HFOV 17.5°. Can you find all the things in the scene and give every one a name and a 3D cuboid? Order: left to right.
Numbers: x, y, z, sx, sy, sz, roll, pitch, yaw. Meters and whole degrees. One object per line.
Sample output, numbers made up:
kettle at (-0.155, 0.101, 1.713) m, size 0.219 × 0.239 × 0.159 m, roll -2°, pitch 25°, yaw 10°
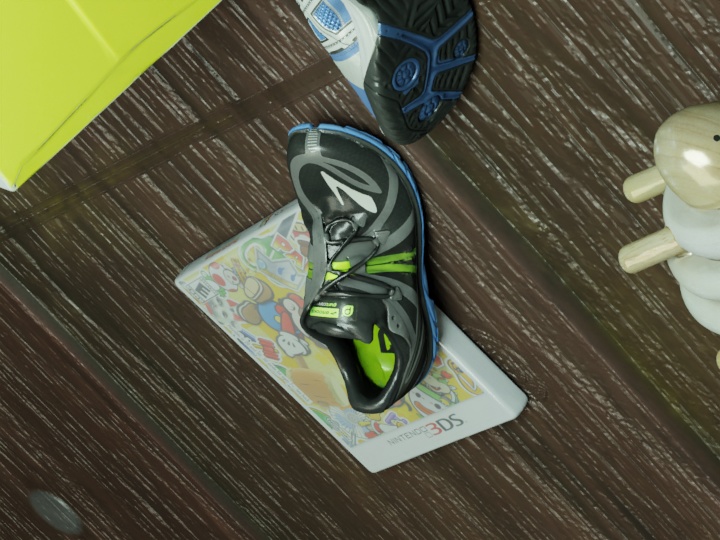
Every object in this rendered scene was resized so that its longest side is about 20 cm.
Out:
coffee box at (-0.201, -0.189, 1.229) m, size 0.200 × 0.200 × 0.198 m, roll 53°, pitch 165°, yaw -25°
video game case at (-0.010, 0.046, 1.555) m, size 0.200 × 0.023 × 0.182 m, roll 45°, pitch 146°, yaw -12°
sneaker at (0.000, 0.000, 1.418) m, size 0.071 × 0.083 × 0.200 m, roll 0°, pitch 122°, yaw 25°
sneaker at (0.005, -0.151, 1.263) m, size 0.077 × 0.076 × 0.200 m, roll 33°, pitch 155°, yaw 40°
toy sheep at (0.216, -0.014, 1.177) m, size 0.138 × 0.138 × 0.200 m, roll -7°, pitch 142°, yaw 47°
